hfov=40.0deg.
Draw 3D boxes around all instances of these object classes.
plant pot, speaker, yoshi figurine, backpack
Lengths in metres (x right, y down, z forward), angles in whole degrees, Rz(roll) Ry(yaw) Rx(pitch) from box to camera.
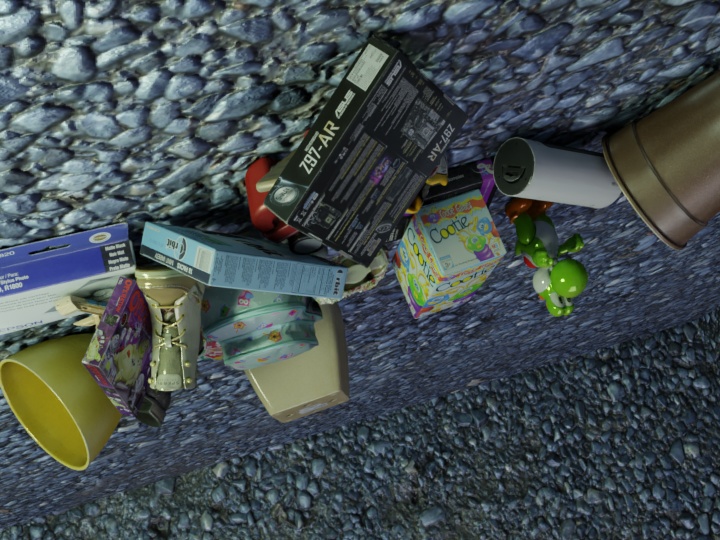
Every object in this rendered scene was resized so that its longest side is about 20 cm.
[{"bbox_3d":[-0.113,0.165,1.793,0.196,0.180,0.200,-19,163,1],"label":"plant pot"},{"bbox_3d":[0.281,-0.136,1.401,0.197,0.083,0.081,3,154,-38],"label":"speaker"},{"bbox_3d":[0.479,-0.168,1.395,0.197,0.203,0.199,-37,157,28],"label":"plant pot"},{"bbox_3d":[0.312,-0.031,1.599,0.111,0.203,0.112,-19,164,5],"label":"yoshi figurine"},{"bbox_3d":[-0.429,0.178,1.504,0.142,0.201,0.200,-41,-179,-38],"label":"plant pot"},{"bbox_3d":[-0.153,0.061,1.463,0.173,0.156,0.200,-15,161,8],"label":"backpack"}]

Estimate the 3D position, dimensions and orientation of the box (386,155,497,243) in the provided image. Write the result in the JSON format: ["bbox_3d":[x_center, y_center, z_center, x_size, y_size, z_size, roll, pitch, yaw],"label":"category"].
[{"bbox_3d":[0.101,-0.097,1.443,0.197,0.037,0.143,-18,163,-9],"label":"box"}]

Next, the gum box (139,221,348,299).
[{"bbox_3d":[-0.142,-0.013,1.213,0.198,0.045,0.169,9,-173,-41],"label":"gum box"}]

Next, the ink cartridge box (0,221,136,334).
[{"bbox_3d":[-0.380,0.015,1.243,0.196,0.041,0.200,-15,163,-16],"label":"ink cartridge box"}]

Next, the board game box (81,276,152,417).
[{"bbox_3d":[-0.305,0.105,1.299,0.032,0.122,0.201,11,155,7],"label":"board game box"}]

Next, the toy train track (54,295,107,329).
[{"bbox_3d":[-0.342,0.063,1.311,0.113,0.033,0.200,-20,168,8],"label":"toy train track"}]

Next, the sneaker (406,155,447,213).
[{"bbox_3d":[0.033,-0.102,1.262,0.077,0.083,0.199,-4,159,-42],"label":"sneaker"}]

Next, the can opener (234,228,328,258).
[{"bbox_3d":[-0.142,-0.019,1.356,0.197,0.068,0.053,-16,164,-9],"label":"can opener"}]

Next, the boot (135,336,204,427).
[{"bbox_3d":[-0.309,0.118,1.485,0.068,0.176,0.201,10,146,22],"label":"boot"}]

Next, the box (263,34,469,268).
[{"bbox_3d":[0.010,-0.116,1.025,0.202,0.043,0.159,-56,144,6],"label":"box"}]

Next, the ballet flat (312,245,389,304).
[{"bbox_3d":[0.000,0.000,1.492,0.063,0.077,0.199,-17,-169,40],"label":"ballet flat"}]

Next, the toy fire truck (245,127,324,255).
[{"bbox_3d":[-0.069,-0.100,1.115,0.174,0.131,0.199,-27,151,27],"label":"toy fire truck"}]

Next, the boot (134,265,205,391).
[{"bbox_3d":[-0.244,0.076,1.271,0.071,0.158,0.200,3,172,4],"label":"boot"}]

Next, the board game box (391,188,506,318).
[{"bbox_3d":[0.126,-0.020,1.462,0.103,0.104,0.200,-18,163,-15],"label":"board game box"}]

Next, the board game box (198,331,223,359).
[{"bbox_3d":[-0.305,0.123,1.661,0.197,0.031,0.095,5,153,-29],"label":"board game box"}]
